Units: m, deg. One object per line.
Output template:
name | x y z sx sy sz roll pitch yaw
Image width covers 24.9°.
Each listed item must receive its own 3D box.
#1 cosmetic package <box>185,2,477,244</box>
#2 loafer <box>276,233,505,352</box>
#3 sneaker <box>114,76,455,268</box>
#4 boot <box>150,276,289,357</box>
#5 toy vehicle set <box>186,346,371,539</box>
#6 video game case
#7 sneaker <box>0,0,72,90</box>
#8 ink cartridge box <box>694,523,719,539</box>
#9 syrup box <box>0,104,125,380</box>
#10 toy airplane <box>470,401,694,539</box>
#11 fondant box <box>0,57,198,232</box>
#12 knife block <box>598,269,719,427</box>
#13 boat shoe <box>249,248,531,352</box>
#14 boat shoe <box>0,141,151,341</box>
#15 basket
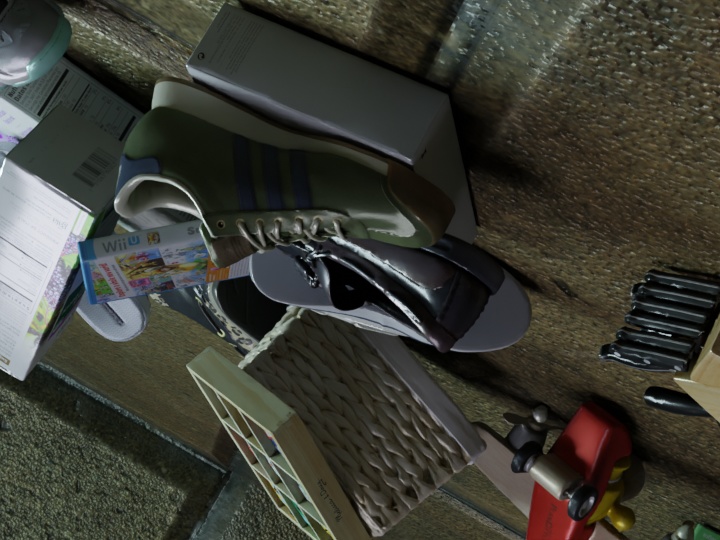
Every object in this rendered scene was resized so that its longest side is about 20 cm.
cosmetic package | -0.011 -0.071 1.007 0.150 0.052 0.200 27 165 18
loafer | 0.000 0.000 0.994 0.199 0.063 0.072 15 163 49
sneaker | -0.052 -0.035 0.931 0.199 0.090 0.067 23 162 18
boot | -0.114 0.042 1.545 0.153 0.074 0.204 19 158 45
toy vehicle set | -0.061 0.159 1.343 0.124 0.026 0.200 32 156 45
video game case | -0.103 -0.015 1.187 0.199 0.018 0.143 -11 169 -10
sneaker | -0.293 -0.196 1.082 0.199 0.078 0.140 20 163 32
ink cartridge box | 0.301 0.353 1.517 0.084 0.201 0.146 27 165 14
syrup box | -0.239 -0.017 1.219 0.081 0.079 0.200 32 132 1
toy airplane | 0.186 0.205 1.371 0.199 0.141 0.201 -20 97 55
fondant box | -0.206 -0.094 1.290 0.200 0.058 0.144 36 164 -18
knife block | 0.242 0.064 0.948 0.199 0.064 0.176 27 166 9
boat shoe | 0.021 0.013 1.146 0.199 0.071 0.070 9 177 0
boat shoe | -0.242 -0.029 1.326 0.200 0.073 0.067 58 -165 -27
basket | -0.012 0.120 1.395 0.200 0.123 0.136 50 163 -3
